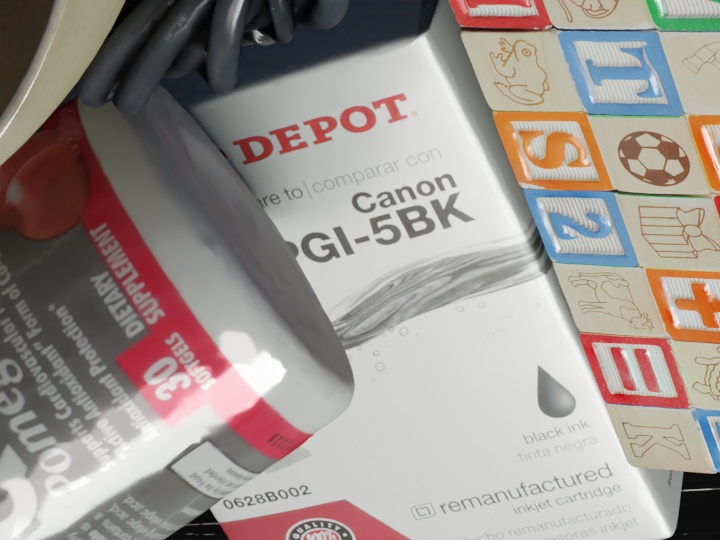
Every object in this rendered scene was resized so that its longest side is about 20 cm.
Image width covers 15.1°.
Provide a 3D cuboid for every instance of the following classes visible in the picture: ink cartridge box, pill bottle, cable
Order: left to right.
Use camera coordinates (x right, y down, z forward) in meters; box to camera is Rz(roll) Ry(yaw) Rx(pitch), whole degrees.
[{"bbox_3d":[-0.110,0.045,0.730,0.199,0.111,0.111,-35,147,6],"label":"pill bottle"},{"bbox_3d":[-0.008,-0.097,0.660,0.051,0.164,0.200,41,137,-16],"label":"cable"},{"bbox_3d":[0.000,0.000,0.838,0.146,0.083,0.201,-15,124,22],"label":"ink cartridge box"}]

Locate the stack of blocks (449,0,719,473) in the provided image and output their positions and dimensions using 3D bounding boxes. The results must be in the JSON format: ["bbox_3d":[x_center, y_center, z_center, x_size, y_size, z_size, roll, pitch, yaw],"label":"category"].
[{"bbox_3d":[0.107,-0.030,0.738,0.114,0.059,0.201,2,136,30],"label":"stack of blocks"}]

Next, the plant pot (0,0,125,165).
[{"bbox_3d":[-0.123,-0.107,0.620,0.199,0.202,0.134,-16,-174,24],"label":"plant pot"}]
